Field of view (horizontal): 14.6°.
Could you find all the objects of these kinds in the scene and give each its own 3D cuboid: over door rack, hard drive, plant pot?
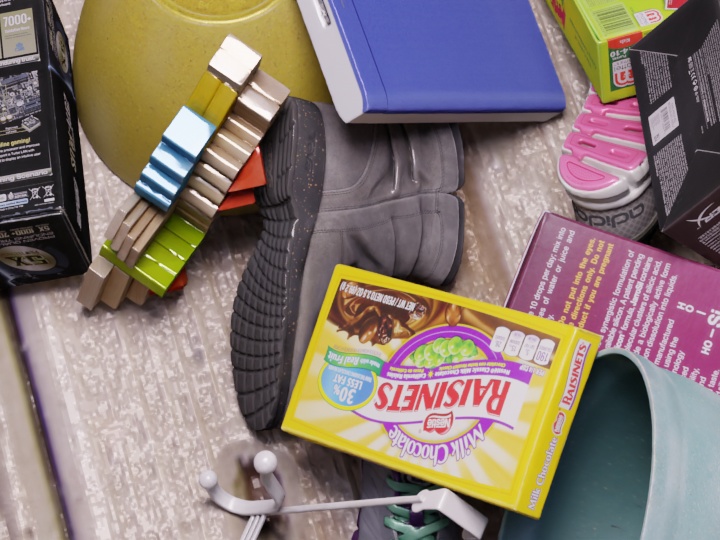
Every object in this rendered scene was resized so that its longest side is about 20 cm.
[{"bbox_3d":[-0.043,0.177,1.521,0.199,0.067,0.148,0,58,44],"label":"over door rack"},{"bbox_3d":[0.037,-0.151,1.665,0.199,0.025,0.133,-4,71,-52],"label":"hard drive"},{"bbox_3d":[-0.080,-0.154,1.687,0.198,0.142,0.201,0,65,0],"label":"plant pot"},{"bbox_3d":[0.165,0.154,1.456,0.133,0.200,0.202,16,63,-16],"label":"plant pot"}]

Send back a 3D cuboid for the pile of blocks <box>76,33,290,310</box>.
[{"bbox_3d":[-0.096,-0.041,1.616,0.062,0.201,0.082,33,35,2],"label":"pile of blocks"}]

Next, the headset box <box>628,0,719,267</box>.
[{"bbox_3d":[0.255,-0.053,1.611,0.199,0.075,0.149,29,38,-31],"label":"headset box"}]

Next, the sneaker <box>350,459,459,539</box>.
[{"bbox_3d":[0.024,0.146,1.573,0.074,0.088,0.201,-3,64,-1],"label":"sneaker"}]

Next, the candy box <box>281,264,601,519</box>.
[{"bbox_3d":[0.040,0.063,1.531,0.199,0.026,0.103,14,86,49],"label":"candy box"}]

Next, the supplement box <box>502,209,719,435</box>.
[{"bbox_3d":[0.175,0.066,1.588,0.199,0.131,0.104,19,65,8],"label":"supplement box"}]

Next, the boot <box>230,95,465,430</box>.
[{"bbox_3d":[0.000,0.000,1.648,0.131,0.070,0.202,7,94,-29],"label":"boot"}]

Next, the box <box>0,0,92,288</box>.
[{"bbox_3d":[-0.270,-0.071,1.669,0.198,0.086,0.165,-11,65,2],"label":"box"}]

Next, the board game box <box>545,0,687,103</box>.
[{"bbox_3d":[0.161,-0.189,1.715,0.101,0.048,0.201,-15,42,-7],"label":"board game box"}]

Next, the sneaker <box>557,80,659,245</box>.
[{"bbox_3d":[0.173,-0.079,1.694,0.073,0.088,0.200,7,40,22],"label":"sneaker"}]
